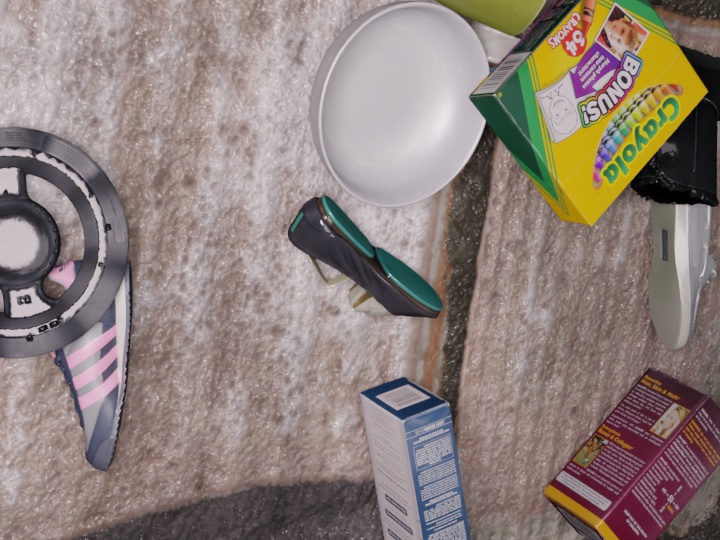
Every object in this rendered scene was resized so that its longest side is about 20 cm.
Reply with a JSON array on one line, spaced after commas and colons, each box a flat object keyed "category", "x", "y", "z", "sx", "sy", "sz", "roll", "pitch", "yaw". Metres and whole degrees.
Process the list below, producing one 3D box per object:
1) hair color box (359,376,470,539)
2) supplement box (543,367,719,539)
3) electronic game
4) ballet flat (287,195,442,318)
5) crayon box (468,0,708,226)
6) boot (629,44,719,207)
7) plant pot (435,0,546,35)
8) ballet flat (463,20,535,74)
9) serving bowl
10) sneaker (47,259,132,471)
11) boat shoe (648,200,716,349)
[{"category": "hair color box", "x": 0.060, "y": 0.225, "z": 1.346, "sx": 0.060, "sy": 0.100, "sz": 0.203, "roll": -17, "pitch": 109, "yaw": -23}, {"category": "supplement box", "x": 0.323, "y": 0.224, "z": 1.469, "sx": 0.200, "sy": 0.110, "sz": 0.086, "roll": -47, "pitch": 118, "yaw": -9}, {"category": "electronic game", "x": -0.303, "y": -0.024, "z": 1.120, "sx": 0.197, "sy": 0.042, "sz": 0.203, "roll": 0, "pitch": 91, "yaw": -10}, {"category": "ballet flat", "x": 0.000, "y": 0.000, "z": 1.289, "sx": 0.200, "sy": 0.073, "sz": 0.073, "roll": 40, "pitch": 84, "yaw": -34}, {"category": "crayon box", "x": 0.232, "y": -0.177, "z": 1.280, "sx": 0.200, "sy": 0.058, "sz": 0.173, "roll": -47, "pitch": 111, "yaw": -14}, {"category": "boot", "x": 0.381, "y": -0.151, "z": 1.407, "sx": 0.196, "sy": 0.073, "sz": 0.165, "roll": 10, "pitch": 78, "yaw": -21}, {"category": "plant pot", "x": 0.076, "y": -0.336, "z": 1.193, "sx": 0.197, "sy": 0.187, "sz": 0.190, "roll": 11, "pitch": 97, "yaw": -13}, {"category": "ballet flat", "x": 0.194, "y": -0.223, "z": 1.332, "sx": 0.198, "sy": 0.069, "sz": 0.070, "roll": 6, "pitch": 99, "yaw": -26}, {"category": "serving bowl", "x": 0.030, "y": -0.168, "z": 1.250, "sx": 0.198, "sy": 0.066, "sz": 0.203, "roll": -14, "pitch": 118, "yaw": -27}, {"category": "sneaker", "x": -0.256, "y": 0.086, "z": 1.186, "sx": 0.081, "sy": 0.070, "sz": 0.203, "roll": 4, "pitch": 98, "yaw": -9}, {"category": "boat shoe", "x": 0.376, "y": -0.011, "z": 1.462, "sx": 0.071, "sy": 0.070, "sz": 0.204, "roll": -6, "pitch": 102, "yaw": -19}]
